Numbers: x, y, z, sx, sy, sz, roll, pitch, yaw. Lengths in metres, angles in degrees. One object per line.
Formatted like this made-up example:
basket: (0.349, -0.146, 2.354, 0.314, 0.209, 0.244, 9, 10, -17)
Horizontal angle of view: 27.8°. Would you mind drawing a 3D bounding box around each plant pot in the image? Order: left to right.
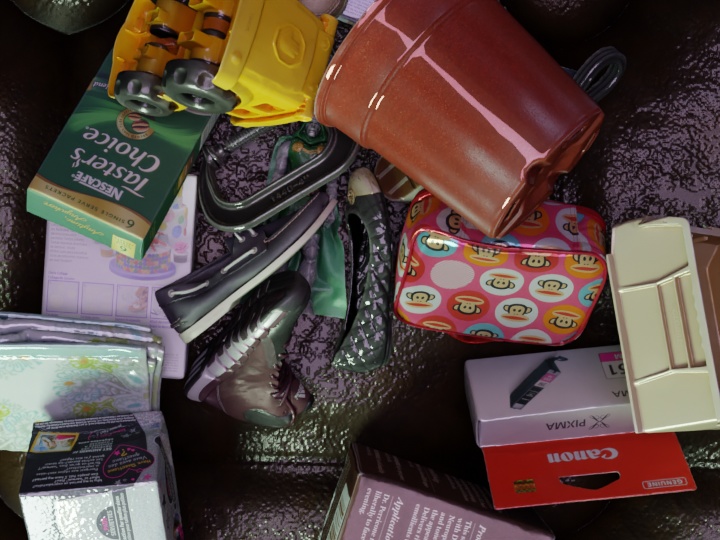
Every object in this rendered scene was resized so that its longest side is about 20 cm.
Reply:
plant pot: (0.097, -0.146, 1.287, 0.195, 0.201, 0.201, 42, 91, 12)

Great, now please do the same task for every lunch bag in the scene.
lunch bag: (0.132, 0.008, 1.416, 0.198, 0.082, 0.177, 9, 138, -5)

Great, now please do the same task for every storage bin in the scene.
storage bin: (0.334, 0.052, 1.378, 0.093, 0.199, 0.200, -16, 76, 40)

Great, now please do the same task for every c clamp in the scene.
c clamp: (-0.080, -0.128, 1.416, 0.199, 0.027, 0.171, -35, 54, 1)

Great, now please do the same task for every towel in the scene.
towel: (-0.288, 0.115, 1.397, 0.198, 0.048, 0.172, 5, 134, -4)

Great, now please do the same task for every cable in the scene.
cable: (0.177, -0.139, 1.422, 0.097, 0.050, 0.201, 17, 107, -40)

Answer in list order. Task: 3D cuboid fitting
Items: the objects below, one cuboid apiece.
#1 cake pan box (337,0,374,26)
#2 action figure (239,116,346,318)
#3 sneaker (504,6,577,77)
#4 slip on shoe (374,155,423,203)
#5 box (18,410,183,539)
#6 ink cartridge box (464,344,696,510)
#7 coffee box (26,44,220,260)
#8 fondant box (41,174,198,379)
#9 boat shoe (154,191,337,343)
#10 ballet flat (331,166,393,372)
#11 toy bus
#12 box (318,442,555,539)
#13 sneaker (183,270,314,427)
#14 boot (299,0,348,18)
cake pan box: (-0.038, -0.352, 1.432, 0.199, 0.052, 0.186, 20, 90, -4)
action figure: (-0.059, -0.059, 1.446, 0.117, 0.055, 0.202, 7, 90, -4)
sneaker: (0.130, -0.232, 1.434, 0.199, 0.078, 0.087, 21, 85, -6)
slip on shoe: (0.103, -0.133, 1.413, 0.200, 0.060, 0.076, -40, 72, 20)
box: (-0.238, 0.251, 1.384, 0.131, 0.115, 0.201, -5, 121, -2)
ink cartridge box: (0.210, 0.147, 1.412, 0.198, 0.174, 0.044, -5, 125, -2)
coffee box: (-0.220, -0.118, 1.386, 0.122, 0.044, 0.201, 25, 59, 0)
fondant box: (-0.237, 0.001, 1.437, 0.143, 0.058, 0.202, 4, 94, -3)
boat shoe: (-0.110, -0.016, 1.383, 0.200, 0.073, 0.063, -41, 93, 3)
ballet flat: (0.000, 0.000, 1.420, 0.056, 0.066, 0.202, -2, 92, -16)
toy bus: (-0.110, -0.192, 1.351, 0.191, 0.199, 0.137, 23, 75, -39)
box: (0.060, 0.286, 1.412, 0.198, 0.164, 0.167, 19, 91, -4)
sneaker: (-0.078, 0.085, 1.417, 0.115, 0.076, 0.200, 34, 132, -15)
boot: (-0.094, -0.305, 1.330, 0.200, 0.155, 0.072, 42, 91, -3)
